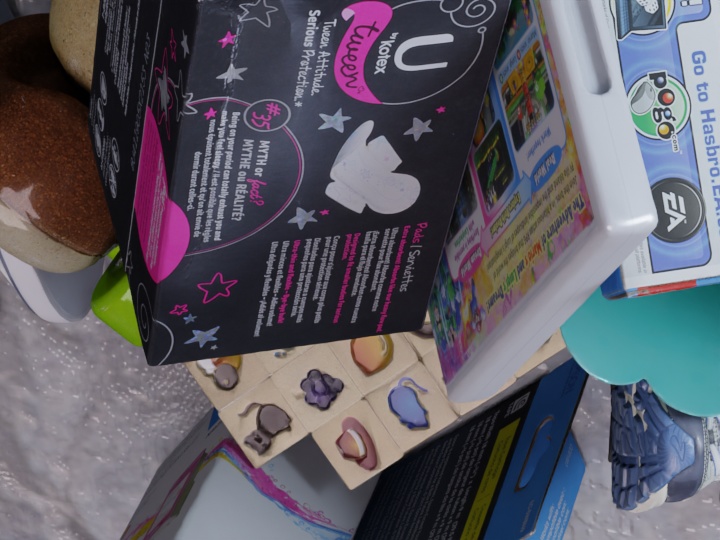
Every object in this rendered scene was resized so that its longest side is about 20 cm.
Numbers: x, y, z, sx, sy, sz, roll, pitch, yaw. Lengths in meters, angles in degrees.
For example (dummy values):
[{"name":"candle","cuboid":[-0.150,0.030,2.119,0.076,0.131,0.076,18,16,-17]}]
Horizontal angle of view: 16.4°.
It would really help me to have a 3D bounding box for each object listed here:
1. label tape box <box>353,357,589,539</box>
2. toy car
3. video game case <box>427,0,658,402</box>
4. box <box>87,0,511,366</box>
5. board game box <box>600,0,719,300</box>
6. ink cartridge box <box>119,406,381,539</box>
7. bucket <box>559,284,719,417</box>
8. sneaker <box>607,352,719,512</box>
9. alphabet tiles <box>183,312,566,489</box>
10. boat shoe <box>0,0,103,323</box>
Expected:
[{"name":"label tape box","cuboid":[0.052,0.139,1.223,0.063,0.144,0.200,43,130,-16]},{"name":"toy car","cuboid":[-0.092,-0.102,1.075,0.164,0.158,0.200,40,103,-16]},{"name":"video game case","cuboid":[0.047,-0.066,0.913,0.024,0.183,0.200,-8,163,-16]},{"name":"box","cuboid":[-0.028,-0.080,0.915,0.114,0.132,0.200,-6,143,-16]},{"name":"board game box","cuboid":[0.168,-0.102,0.878,0.195,0.056,0.201,-8,87,-3]},{"name":"ink cartridge box","cuboid":[-0.072,0.149,1.242,0.085,0.200,0.145,35,131,-9]},{"name":"bucket","cuboid":[0.157,-0.054,1.014,0.206,0.135,0.208,6,123,9]},{"name":"sneaker","cuboid":[0.153,0.060,1.112,0.085,0.200,0.077,0,96,5]},{"name":"alphabet tiles","cuboid":[0.000,0.000,1.163,0.200,0.006,0.167,-35,92,18]},{"name":"boat shoe","cuboid":[-0.184,-0.064,1.208,0.065,0.074,0.201,-5,116,30]}]
